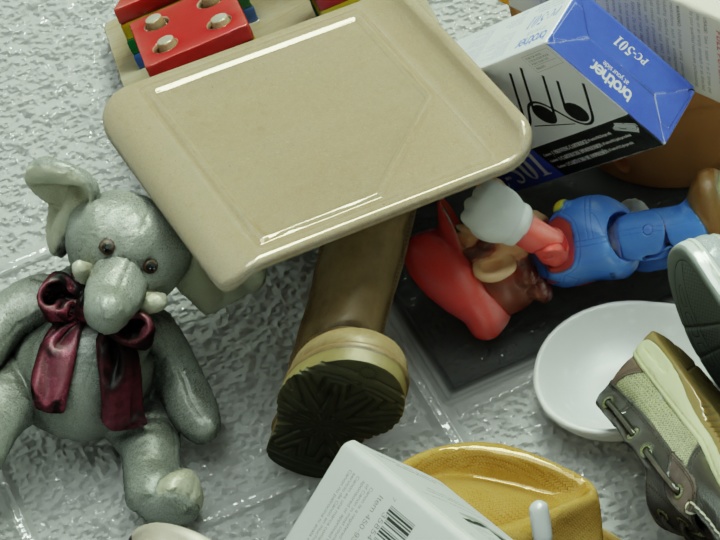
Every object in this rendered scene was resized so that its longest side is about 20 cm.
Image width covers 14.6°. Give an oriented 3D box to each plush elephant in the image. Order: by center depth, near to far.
[{"bbox_3d":[-0.145,0.026,1.621,0.164,0.155,0.201,16,41,-4],"label":"plush elephant"}]

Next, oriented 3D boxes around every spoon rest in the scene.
[{"bbox_3d":[0.198,0.055,1.611,0.199,0.061,0.100,-1,48,8],"label":"spoon rest"}]

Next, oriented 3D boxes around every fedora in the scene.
[{"bbox_3d":[0.065,0.148,1.497,0.199,0.082,0.201,4,28,-2],"label":"fedora"}]

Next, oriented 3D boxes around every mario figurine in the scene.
[{"bbox_3d":[0.121,-0.032,1.661,0.199,0.124,0.106,-10,42,10],"label":"mario figurine"}]

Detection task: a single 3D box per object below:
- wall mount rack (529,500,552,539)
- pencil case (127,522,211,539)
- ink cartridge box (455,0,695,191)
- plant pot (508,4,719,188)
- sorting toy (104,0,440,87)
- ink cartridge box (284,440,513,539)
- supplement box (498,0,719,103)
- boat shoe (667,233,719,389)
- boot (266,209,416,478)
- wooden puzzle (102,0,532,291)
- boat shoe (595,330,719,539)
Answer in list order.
[{"bbox_3d":[0.155,0.197,1.379,0.199,0.075,0.175,-8,57,6],"label":"wall mount rack"},{"bbox_3d":[-0.124,0.229,1.498,0.089,0.078,0.201,-11,40,38],"label":"pencil case"},{"bbox_3d":[0.102,-0.100,1.653,0.044,0.094,0.200,-58,17,-21],"label":"ink cartridge box"},{"bbox_3d":[0.193,-0.146,1.740,0.199,0.140,0.201,-5,47,6],"label":"plant pot"},{"bbox_3d":[-0.067,-0.171,1.805,0.199,0.070,0.199,-23,31,-1],"label":"sorting toy"},{"bbox_3d":[0.037,0.197,1.346,0.200,0.083,0.147,37,97,46],"label":"ink cartridge box"},{"bbox_3d":[0.188,-0.181,1.627,0.199,0.074,0.126,29,59,31],"label":"supplement box"},{"bbox_3d":[0.245,0.057,1.539,0.065,0.074,0.202,-40,89,-17],"label":"boat shoe"},{"bbox_3d":[0.000,0.000,1.606,0.066,0.175,0.201,20,64,-12],"label":"boot"},{"bbox_3d":[-0.026,-0.076,1.608,0.199,0.037,0.185,-25,44,-14],"label":"wooden puzzle"},{"bbox_3d":[0.186,0.117,1.511,0.065,0.073,0.200,-45,37,16],"label":"boat shoe"}]
